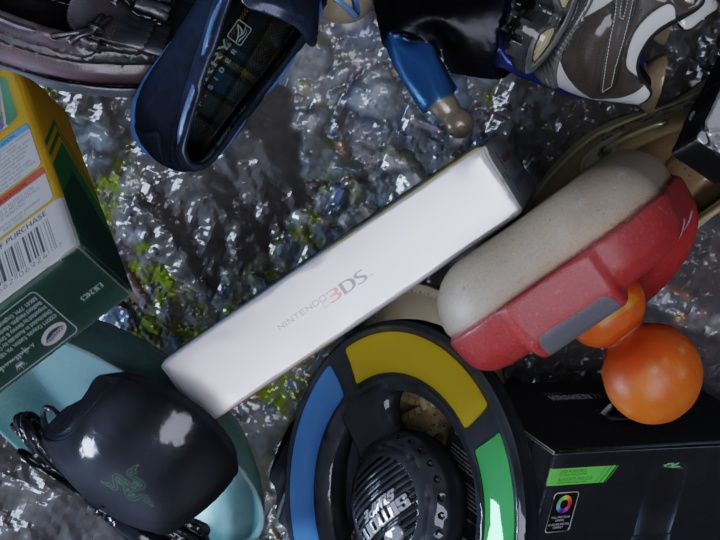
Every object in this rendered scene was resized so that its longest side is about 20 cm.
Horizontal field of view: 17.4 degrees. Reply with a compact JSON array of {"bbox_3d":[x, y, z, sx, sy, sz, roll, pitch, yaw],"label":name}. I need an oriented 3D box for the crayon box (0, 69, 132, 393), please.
[{"bbox_3d":[-0.205,-0.025,1.253,0.125,0.200,0.052,-36,133,10],"label":"crayon box"}]

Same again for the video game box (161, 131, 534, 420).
[{"bbox_3d":[0.000,0.000,1.256,0.200,0.182,0.047,-34,89,9],"label":"video game box"}]

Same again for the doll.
[{"bbox_3d":[0.068,-0.136,1.276,0.199,0.048,0.137,13,81,1],"label":"doll"}]

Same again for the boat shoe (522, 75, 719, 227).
[{"bbox_3d":[0.173,-0.057,1.310,0.200,0.063,0.073,-36,107,9],"label":"boat shoe"}]

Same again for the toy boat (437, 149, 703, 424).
[{"bbox_3d":[0.127,0.020,1.203,0.130,0.200,0.131,-35,89,15],"label":"toy boat"}]

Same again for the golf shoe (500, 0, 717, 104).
[{"bbox_3d":[0.151,-0.177,1.201,0.094,0.078,0.201,25,116,-3],"label":"golf shoe"}]

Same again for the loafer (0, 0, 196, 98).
[{"bbox_3d":[-0.164,-0.139,1.258,0.199,0.072,0.063,5,132,-1],"label":"loafer"}]

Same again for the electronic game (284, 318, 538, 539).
[{"bbox_3d":[0.024,0.127,1.278,0.041,0.200,0.201,0,113,-41],"label":"electronic game"}]

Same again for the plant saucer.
[{"bbox_3d":[-0.133,0.081,1.303,0.200,0.200,0.036,38,61,-13],"label":"plant saucer"}]

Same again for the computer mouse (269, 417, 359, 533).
[{"bbox_3d":[-0.034,0.166,1.389,0.058,0.034,0.201,12,108,-7],"label":"computer mouse"}]

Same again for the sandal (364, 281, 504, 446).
[{"bbox_3d":[0.055,0.112,1.356,0.077,0.070,0.213,-13,108,2],"label":"sandal"}]

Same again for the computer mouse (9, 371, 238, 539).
[{"bbox_3d":[-0.122,0.111,1.233,0.138,0.200,0.053,36,66,-4],"label":"computer mouse"}]

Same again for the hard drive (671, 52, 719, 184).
[{"bbox_3d":[0.267,-0.110,1.255,0.139,0.038,0.201,33,70,-10],"label":"hard drive"}]

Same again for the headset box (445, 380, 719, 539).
[{"bbox_3d":[0.128,0.157,1.326,0.173,0.093,0.201,1,110,-36],"label":"headset box"}]

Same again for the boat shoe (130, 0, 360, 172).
[{"bbox_3d":[-0.041,-0.135,1.224,0.084,0.069,0.201,22,99,-32],"label":"boat shoe"}]
